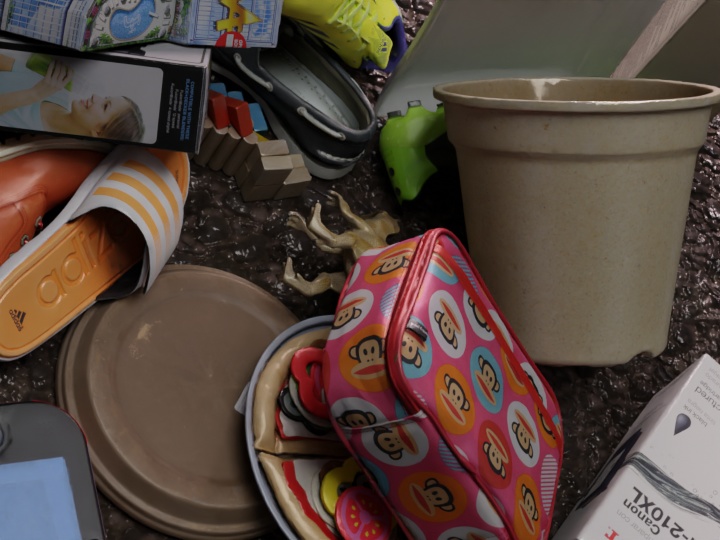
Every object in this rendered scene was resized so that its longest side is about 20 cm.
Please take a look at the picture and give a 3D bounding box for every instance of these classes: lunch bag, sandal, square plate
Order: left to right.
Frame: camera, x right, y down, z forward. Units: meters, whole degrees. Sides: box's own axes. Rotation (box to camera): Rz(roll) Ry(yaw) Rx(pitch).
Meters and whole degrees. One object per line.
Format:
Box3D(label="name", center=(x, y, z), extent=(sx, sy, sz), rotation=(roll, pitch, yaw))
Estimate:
Box3D(label="sandal", center=(-0.162, -0.010, 1.348), extent=(0.207, 0.059, 0.079), rotation=(-49, 132, -33))
Box3D(label="lunch bag", center=(0.058, 0.079, 1.348), extent=(0.200, 0.082, 0.177), rotation=(57, 31, -28))
Box3D(label="square plate", center=(0.125, -0.184, 1.528), extent=(0.197, 0.200, 0.029), rotation=(-6, 60, -28))

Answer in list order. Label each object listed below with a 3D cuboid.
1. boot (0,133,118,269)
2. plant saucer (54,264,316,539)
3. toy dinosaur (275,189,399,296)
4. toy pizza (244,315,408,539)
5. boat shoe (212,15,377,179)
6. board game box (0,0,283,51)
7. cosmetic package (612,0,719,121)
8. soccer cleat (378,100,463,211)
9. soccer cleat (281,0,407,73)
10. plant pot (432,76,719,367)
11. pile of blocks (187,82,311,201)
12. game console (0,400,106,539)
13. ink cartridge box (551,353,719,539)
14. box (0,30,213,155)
Box3D(label="boot", center=(-0.236, -0.029, 1.356), extent=(0.199, 0.075, 0.108), rotation=(-17, 84, -32))
Box3D(label="plant saucer", center=(-0.102, 0.081, 1.378), extent=(0.199, 0.029, 0.201), rotation=(12, 58, -20))
Box3D(label="toy dinosaur", center=(0.000, 0.000, 1.410), extent=(0.101, 0.058, 0.201), rotation=(23, 34, -18))
Box3D(label="toy pizza", center=(0.011, 0.119, 1.382), extent=(0.199, 0.032, 0.201), rotation=(20, 54, -30))
Box3D(label="boat shoe", center=(-0.063, -0.158, 1.508), extent=(0.200, 0.060, 0.076), rotation=(44, 53, 2))
Box3D(label="board game box", center=(-0.161, -0.190, 1.370), extent=(0.199, 0.062, 0.200), rotation=(15, 17, 26))
Box3D(label="cosmetic package", center=(0.269, -0.182, 1.595), extent=(0.073, 0.200, 0.104), rotation=(31, 55, -8))
Box3D(label="soccer cleat", center=(0.105, -0.086, 1.555), extent=(0.199, 0.067, 0.082), rotation=(-6, 81, -26))
Box3D(label="soccer cleat", center=(-0.008, -0.183, 1.487), extent=(0.084, 0.065, 0.200), rotation=(53, 11, 11))
Box3D(label="plant pot", center=(0.149, -0.035, 1.449), extent=(0.199, 0.200, 0.185), rotation=(-5, 101, -28))
Box3D(label="pile of blocks", center=(-0.116, -0.122, 1.462), extent=(0.199, 0.062, 0.082), rotation=(27, 55, -10))
Box3D(label="game console", center=(-0.238, 0.178, 1.255), extent=(0.176, 0.031, 0.201), rotation=(-3, 64, -26))
Box3D(label="ink cartridge box", center=(0.229, 0.182, 1.445), extent=(0.145, 0.084, 0.200), rotation=(41, 54, 1))
Box3D(label="box", center=(-0.197, -0.128, 1.361), extent=(0.199, 0.061, 0.117), rotation=(8, 16, -3))
